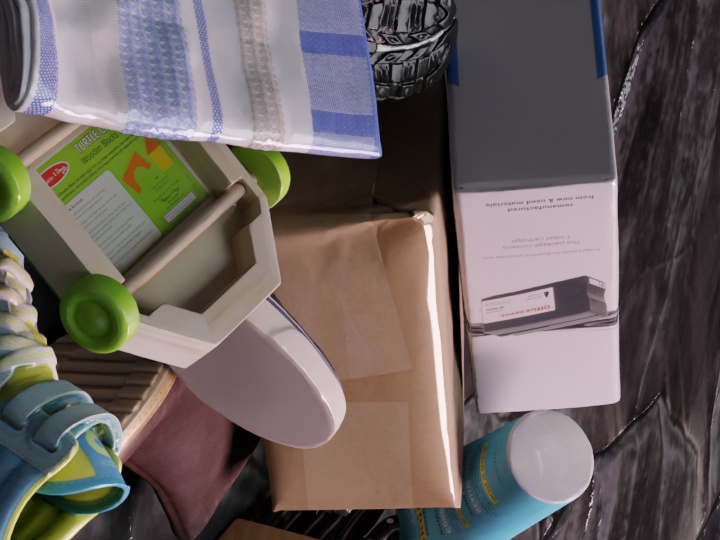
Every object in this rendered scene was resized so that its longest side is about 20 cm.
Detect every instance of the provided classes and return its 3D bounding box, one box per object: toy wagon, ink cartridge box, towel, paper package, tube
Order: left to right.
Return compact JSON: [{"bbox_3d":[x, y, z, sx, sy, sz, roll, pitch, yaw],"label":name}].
[{"bbox_3d":[-0.115,-0.055,1.049,0.200,0.040,0.155,51,36,-5],"label":"toy wagon"},{"bbox_3d":[-0.076,-0.125,1.064,0.200,0.024,0.147,6,68,-39],"label":"towel"},{"bbox_3d":[0.000,0.000,1.303,0.191,0.103,0.200,-84,170,-54],"label":"paper package"},{"bbox_3d":[0.062,0.127,1.353,0.200,0.050,0.078,138,-48,-61],"label":"tube"},{"bbox_3d":[0.091,-0.038,1.295,0.200,0.084,0.145,82,6,-53],"label":"ink cartridge box"}]

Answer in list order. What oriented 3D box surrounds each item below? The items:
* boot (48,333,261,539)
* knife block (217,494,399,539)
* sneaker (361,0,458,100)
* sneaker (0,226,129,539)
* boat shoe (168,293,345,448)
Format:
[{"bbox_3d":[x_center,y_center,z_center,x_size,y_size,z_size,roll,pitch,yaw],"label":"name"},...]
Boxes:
[{"bbox_3d":[-0.101,0.084,1.228,0.166,0.072,0.200,77,31,-42],"label":"boot"},{"bbox_3d":[-0.065,0.188,1.402,0.200,0.176,0.064,-13,123,-14],"label":"knife block"},{"bbox_3d":[-0.051,-0.124,1.190,0.200,0.079,0.074,7,103,-37],"label":"sneaker"},{"bbox_3d":[-0.143,0.037,1.036,0.080,0.130,0.200,32,72,-65],"label":"sneaker"},{"bbox_3d":[-0.070,-0.012,1.144,0.200,0.075,0.093,45,47,-18],"label":"boat shoe"}]
